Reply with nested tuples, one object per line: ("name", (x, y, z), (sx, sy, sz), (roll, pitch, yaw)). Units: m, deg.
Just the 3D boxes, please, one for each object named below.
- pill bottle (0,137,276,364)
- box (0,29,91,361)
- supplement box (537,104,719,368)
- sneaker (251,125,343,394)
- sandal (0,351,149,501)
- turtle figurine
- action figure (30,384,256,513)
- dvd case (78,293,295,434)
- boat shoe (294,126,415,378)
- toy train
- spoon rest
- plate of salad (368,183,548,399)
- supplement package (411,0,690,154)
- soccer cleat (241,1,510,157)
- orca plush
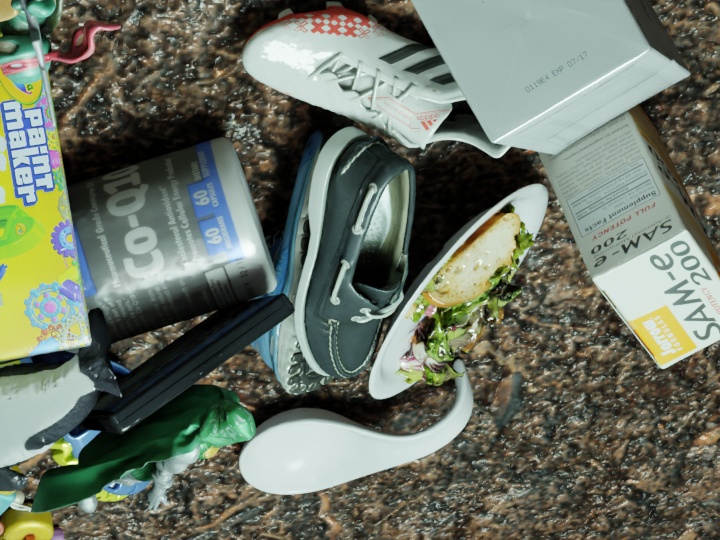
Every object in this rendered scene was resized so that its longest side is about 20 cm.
("pill bottle", (-0.167, -0.010, 1.451), (0.200, 0.114, 0.114), (-18, 139, 0))
("box", (-0.278, -0.047, 1.300), (0.192, 0.122, 0.200), (-9, 105, -9))
("supplement box", (0.185, -0.049, 1.468), (0.073, 0.200, 0.126), (-29, 138, 13))
("sneaker", (-0.048, -0.013, 1.516), (0.078, 0.090, 0.200), (-11, 123, -44))
("sandal", (-0.202, 0.104, 1.597), (0.087, 0.080, 0.200), (-28, 140, 5))
("turtle figurine", (-0.215, -0.175, 1.190), (0.150, 0.200, 0.101), (-10, -173, 32))
("action figure", (-0.131, 0.118, 1.421), (0.055, 0.118, 0.200), (49, 144, -13))
("dvd case", (-0.126, 0.066, 1.464), (0.143, 0.018, 0.200), (-36, -174, -14))
("boat shoe", (0.000, 0.000, 1.452), (0.076, 0.060, 0.200), (-34, 139, -35))
("toy train", (-0.319, 0.225, 1.701), (0.150, 0.056, 0.200), (-17, 140, -1))
("spoon rest", (-0.002, 0.134, 1.710), (0.200, 0.061, 0.099), (-20, 139, 1))
("plate of salad", (0.080, 0.022, 1.557), (0.200, 0.048, 0.200), (-46, 163, -19))
("supplement package", (0.124, -0.149, 1.336), (0.114, 0.110, 0.200), (-30, 173, 14))
("soccer cleat", (0.017, -0.122, 1.415), (0.200, 0.085, 0.069), (10, 132, -29))
("orca plush", (-0.231, 0.077, 1.431), (0.105, 0.071, 0.200), (47, 124, -6))
